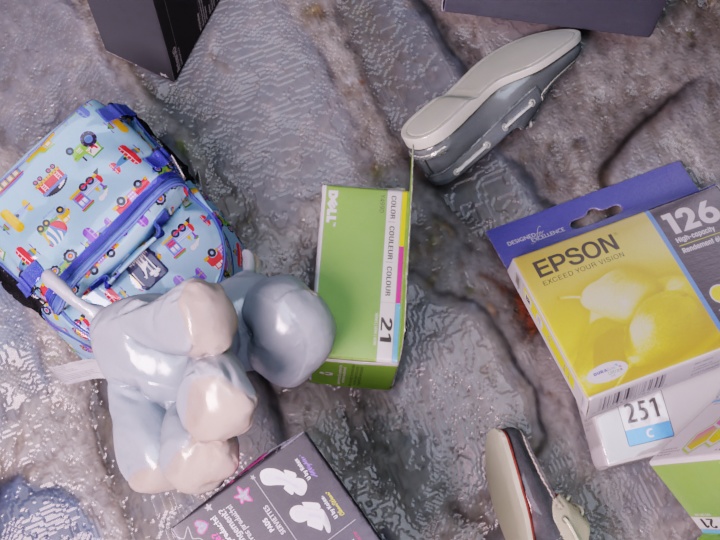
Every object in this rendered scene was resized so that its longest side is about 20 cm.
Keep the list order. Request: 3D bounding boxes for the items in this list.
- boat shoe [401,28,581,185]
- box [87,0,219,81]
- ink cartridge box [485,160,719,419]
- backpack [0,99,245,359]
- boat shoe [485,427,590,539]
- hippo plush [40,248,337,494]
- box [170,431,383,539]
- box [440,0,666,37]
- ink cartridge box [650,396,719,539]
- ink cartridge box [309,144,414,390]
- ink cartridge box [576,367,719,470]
[{"bbox_3d":[0.125,-0.150,1.057,0.200,0.073,0.062,-37,121,-18],"label":"boat shoe"},{"bbox_3d":[-0.171,-0.275,1.003,0.079,0.200,0.142,22,73,5],"label":"box"},{"bbox_3d":[0.233,0.001,0.984,0.197,0.047,0.201,-20,60,-8],"label":"ink cartridge box"},{"bbox_3d":[-0.192,-0.012,0.962,0.182,0.135,0.200,-41,81,-11],"label":"backpack"},{"bbox_3d":[0.155,0.216,0.932,0.062,0.071,0.201,-16,76,-12],"label":"boat shoe"},{"bbox_3d":[-0.107,0.071,0.868,0.199,0.160,0.160,3,100,42],"label":"hippo plush"},{"bbox_3d":[-0.055,0.205,0.856,0.115,0.200,0.132,-35,84,-12],"label":"box"},{"bbox_3d":[0.181,-0.326,1.067,0.199,0.104,0.183,8,65,1],"label":"box"},{"bbox_3d":[0.262,0.164,0.851,0.200,0.148,0.076,-37,88,-16],"label":"ink cartridge box"},{"bbox_3d":[0.000,0.000,0.925,0.075,0.200,0.149,4,73,0],"label":"ink cartridge box"},{"bbox_3d":[0.273,0.060,0.995,0.199,0.045,0.177,-13,75,-5],"label":"ink cartridge box"}]
